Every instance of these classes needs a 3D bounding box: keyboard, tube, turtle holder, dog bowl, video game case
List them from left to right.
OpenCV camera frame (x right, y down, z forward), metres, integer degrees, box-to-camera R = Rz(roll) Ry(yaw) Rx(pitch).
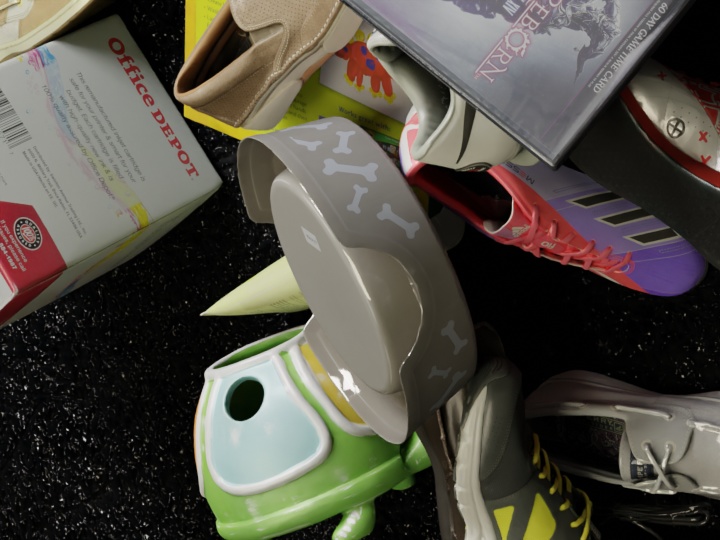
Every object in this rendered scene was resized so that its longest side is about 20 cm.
[{"bbox_3d":[-0.029,0.107,1.556,0.185,0.141,0.133,-17,98,46],"label":"turtle holder"},{"bbox_3d":[-0.017,-0.005,1.542,0.058,0.052,0.200,40,137,-21],"label":"tube"},{"bbox_3d":[0.000,0.000,1.389,0.201,0.058,0.200,55,164,25],"label":"dog bowl"},{"bbox_3d":[0.071,-0.169,1.253,0.200,0.019,0.143,39,88,14],"label":"video game case"},{"bbox_3d":[0.198,0.179,1.456,0.199,0.021,0.127,0,135,41],"label":"keyboard"}]

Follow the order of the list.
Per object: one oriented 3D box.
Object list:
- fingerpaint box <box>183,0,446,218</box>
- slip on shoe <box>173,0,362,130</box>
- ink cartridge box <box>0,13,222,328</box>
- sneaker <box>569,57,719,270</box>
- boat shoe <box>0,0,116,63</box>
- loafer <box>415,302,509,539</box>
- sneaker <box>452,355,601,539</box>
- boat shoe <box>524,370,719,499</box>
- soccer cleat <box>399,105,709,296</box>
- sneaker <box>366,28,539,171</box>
[{"bbox_3d":[-0.012,-0.148,1.457,0.199,0.073,0.168,23,126,31],"label":"fingerpaint box"},{"bbox_3d":[-0.047,-0.154,1.373,0.200,0.060,0.077,-48,40,49],"label":"slip on shoe"},{"bbox_3d":[-0.228,-0.056,1.611,0.144,0.200,0.146,-34,87,48],"label":"ink cartridge box"},{"bbox_3d":[0.187,-0.078,1.294,0.201,0.108,0.067,43,139,26],"label":"sneaker"},{"bbox_3d":[-0.225,-0.189,1.628,0.199,0.074,0.067,-23,100,46],"label":"boat shoe"},{"bbox_3d":[0.083,0.111,1.503,0.071,0.073,0.201,23,136,48],"label":"loafer"},{"bbox_3d":[0.103,0.137,1.431,0.084,0.075,0.201,0,123,10],"label":"sneaker"},{"bbox_3d":[0.176,0.105,1.420,0.199,0.068,0.072,17,122,36],"label":"boat shoe"},{"bbox_3d":[0.110,-0.031,1.366,0.199,0.073,0.068,30,127,-8],"label":"soccer cleat"},{"bbox_3d":[0.043,-0.153,1.294,0.074,0.088,0.202,-26,74,61],"label":"sneaker"}]
